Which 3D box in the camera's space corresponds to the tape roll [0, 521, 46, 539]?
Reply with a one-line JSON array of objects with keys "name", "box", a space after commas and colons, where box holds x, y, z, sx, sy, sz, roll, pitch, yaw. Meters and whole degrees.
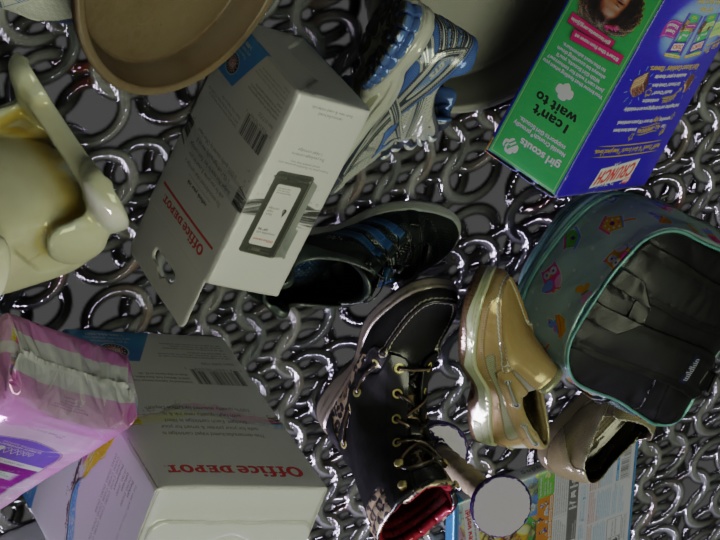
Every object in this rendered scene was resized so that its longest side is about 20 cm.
[{"name": "tape roll", "box": [-0.251, 0.300, 1.681, 0.202, 0.071, 0.203, -16, 129, -21]}]

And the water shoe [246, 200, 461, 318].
[{"name": "water shoe", "box": [0.000, 0.000, 1.607, 0.200, 0.079, 0.072, -12, 128, -25]}]

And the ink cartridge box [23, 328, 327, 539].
[{"name": "ink cartridge box", "box": [-0.148, 0.161, 1.550, 0.146, 0.200, 0.146, 5, 120, -34]}]

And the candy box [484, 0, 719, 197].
[{"name": "candy box", "box": [0.205, -0.161, 1.580, 0.169, 0.077, 0.200, -10, 131, -58]}]

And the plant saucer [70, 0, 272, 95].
[{"name": "plant saucer", "box": [-0.121, -0.214, 1.369, 0.200, 0.029, 0.200, -35, 142, -33]}]

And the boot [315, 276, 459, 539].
[{"name": "boot", "box": [0.039, 0.117, 1.643, 0.073, 0.151, 0.200, 7, 136, -34]}]

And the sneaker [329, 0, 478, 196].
[{"name": "sneaker", "box": [0.023, -0.113, 1.496, 0.085, 0.077, 0.200, 16, 141, -17]}]

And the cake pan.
[{"name": "cake pan", "box": [0.089, -0.214, 1.532, 0.200, 0.037, 0.201, -17, 130, -21]}]

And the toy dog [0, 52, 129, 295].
[{"name": "toy dog", "box": [-0.276, -0.028, 1.395, 0.200, 0.140, 0.194, -31, 170, -10]}]

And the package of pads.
[{"name": "package of pads", "box": [-0.270, 0.111, 1.473, 0.200, 0.076, 0.120, -32, 141, 31]}]

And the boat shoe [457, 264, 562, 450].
[{"name": "boat shoe", "box": [0.127, 0.073, 1.642, 0.072, 0.076, 0.200, -60, 155, -32]}]

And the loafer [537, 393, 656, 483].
[{"name": "loafer", "box": [0.247, 0.117, 1.854, 0.076, 0.067, 0.200, 32, 98, -43]}]

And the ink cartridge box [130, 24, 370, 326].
[{"name": "ink cartridge box", "box": [-0.084, -0.064, 1.481, 0.068, 0.116, 0.200, 12, 116, -36]}]

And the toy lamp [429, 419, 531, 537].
[{"name": "toy lamp", "box": [0.083, 0.166, 1.704, 0.058, 0.200, 0.058, -3, 100, -18]}]

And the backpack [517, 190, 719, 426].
[{"name": "backpack", "box": [0.220, 0.019, 1.707, 0.200, 0.153, 0.176, 17, 112, -52]}]

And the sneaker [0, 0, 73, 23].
[{"name": "sneaker", "box": [-0.232, -0.205, 1.303, 0.075, 0.088, 0.200, -50, 135, 7]}]

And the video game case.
[{"name": "video game case", "box": [0.171, 0.237, 1.935, 0.200, 0.018, 0.143, -18, 131, -21]}]
